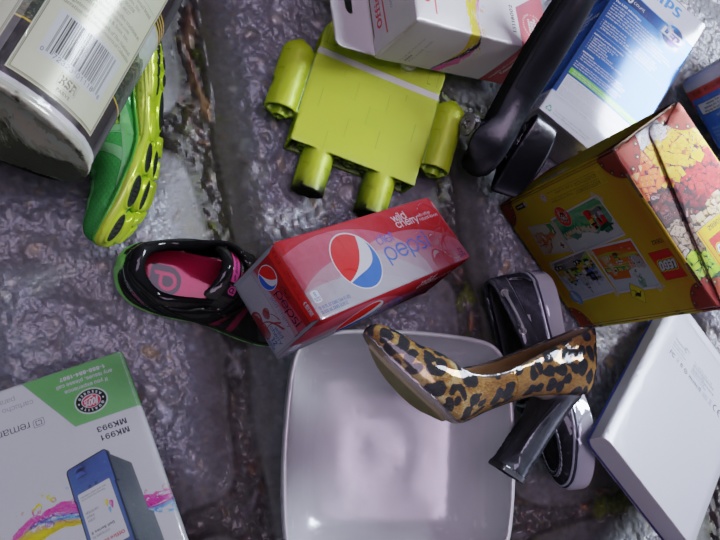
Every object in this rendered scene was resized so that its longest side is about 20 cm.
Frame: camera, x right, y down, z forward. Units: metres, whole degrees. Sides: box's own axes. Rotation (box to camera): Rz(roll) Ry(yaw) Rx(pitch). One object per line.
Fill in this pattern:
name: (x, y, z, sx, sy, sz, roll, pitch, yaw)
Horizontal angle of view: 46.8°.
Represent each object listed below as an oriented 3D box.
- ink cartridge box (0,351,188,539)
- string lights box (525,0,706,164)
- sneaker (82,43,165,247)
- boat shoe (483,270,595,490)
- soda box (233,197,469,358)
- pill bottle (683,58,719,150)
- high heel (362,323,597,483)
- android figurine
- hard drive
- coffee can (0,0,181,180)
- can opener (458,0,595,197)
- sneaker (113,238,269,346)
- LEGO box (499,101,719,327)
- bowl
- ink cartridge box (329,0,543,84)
ink cartridge box: (-0.206, 0.180, 0.591, 0.145, 0.088, 0.200, -18, 71, -19)
string lights box: (0.250, -0.195, 0.829, 0.103, 0.059, 0.200, 37, 73, -9)
sneaker: (-0.207, -0.114, 0.678, 0.083, 0.074, 0.201, 2, 76, -2)
boat shoe: (0.154, 0.099, 0.747, 0.068, 0.072, 0.201, -7, 81, -20)
soda box: (0.000, 0.000, 0.668, 0.200, 0.063, 0.070, -21, 74, -48)
pill bottle: (0.427, -0.136, 0.846, 0.112, 0.112, 0.200, -31, 91, -19)
high heel: (0.100, 0.060, 0.655, 0.200, 0.071, 0.143, 40, 78, -25)
android figurine: (0.007, -0.152, 0.760, 0.182, 0.041, 0.200, 21, 78, -13)
hard drive: (0.289, 0.135, 0.766, 0.132, 0.025, 0.200, 51, 50, -9)
coffee can: (-0.210, -0.186, 0.574, 0.146, 0.146, 0.200, 27, 70, -11)
can opener: (0.149, -0.166, 0.734, 0.078, 0.063, 0.200, 17, 111, -16)
sneaker: (-0.099, 0.019, 0.676, 0.199, 0.084, 0.077, 8, 80, -16)
LEGO box: (0.230, -0.036, 0.723, 0.077, 0.200, 0.149, -36, 93, -18)
bowl: (0.026, 0.153, 0.699, 0.199, 0.075, 0.201, 4, 79, -16)
ink cartridge box: (0.070, -0.246, 0.744, 0.200, 0.067, 0.117, 1, 73, -34)
